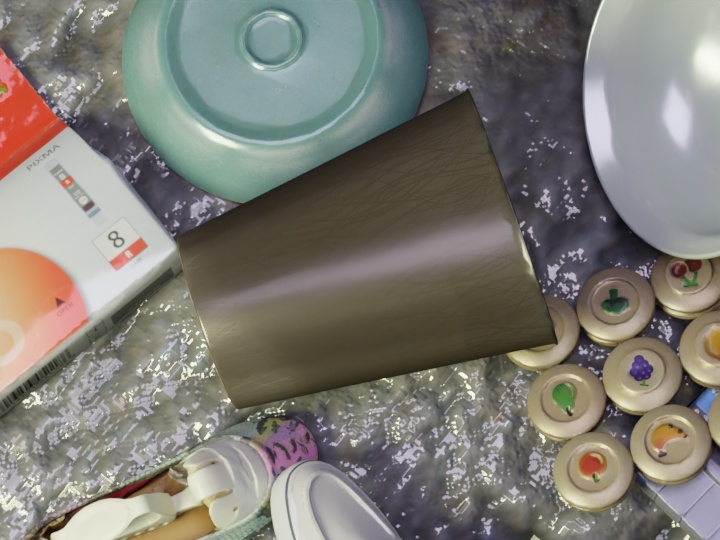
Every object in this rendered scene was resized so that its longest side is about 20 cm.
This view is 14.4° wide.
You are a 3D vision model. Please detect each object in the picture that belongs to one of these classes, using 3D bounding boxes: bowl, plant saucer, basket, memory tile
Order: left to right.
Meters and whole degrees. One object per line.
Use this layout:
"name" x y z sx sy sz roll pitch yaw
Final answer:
"plant saucer" -0.056 -0.142 1.827 0.198 0.036 0.201 -1 74 3
"basket" 0.000 0.000 1.734 0.199 0.136 0.181 -20 50 2
"memory tile" 0.195 0.055 1.743 0.199 0.017 0.154 -20 62 3
"bowl" 0.233 -0.109 1.750 0.090 0.201 0.202 -2 69 -38

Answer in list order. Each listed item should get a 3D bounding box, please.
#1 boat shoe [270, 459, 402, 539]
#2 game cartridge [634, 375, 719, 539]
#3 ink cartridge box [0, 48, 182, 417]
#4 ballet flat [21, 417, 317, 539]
"boat shoe" 0.019 0.194 1.697 0.072 0.066 0.201 -20 75 -34
"game cartridge" 0.276 0.097 1.745 0.130 0.038 0.200 44 80 9
"ink cartridge box" -0.231 -0.031 1.796 0.162 0.050 0.200 -39 79 -9
"ballet flat" -0.117 0.144 1.728 0.199 0.071 0.069 -24 73 -5
